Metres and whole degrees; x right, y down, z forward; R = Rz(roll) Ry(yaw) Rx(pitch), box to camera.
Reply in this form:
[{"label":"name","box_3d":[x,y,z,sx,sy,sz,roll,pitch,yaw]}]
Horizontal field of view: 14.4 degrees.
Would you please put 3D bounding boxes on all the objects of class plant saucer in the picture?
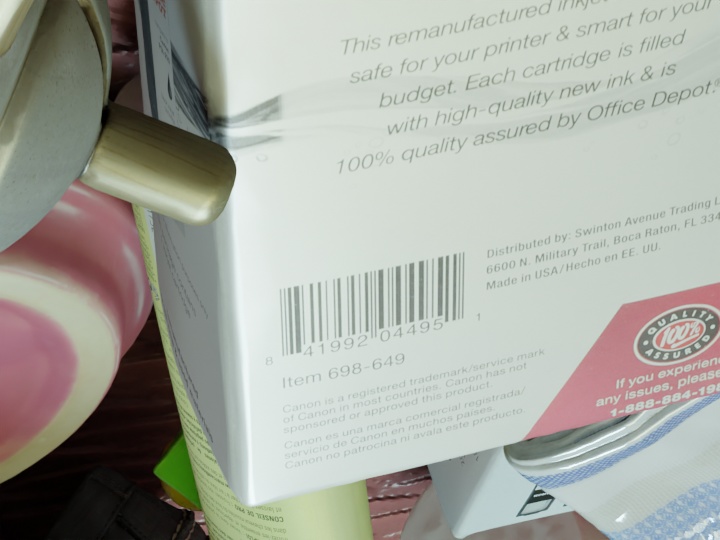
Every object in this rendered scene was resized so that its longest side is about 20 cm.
[{"label":"plant saucer","box_3d":[-0.143,0.019,0.766,0.200,0.051,0.201,-15,152,-8]}]

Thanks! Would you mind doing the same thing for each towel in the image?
[{"label":"towel","box_3d":[0.150,0.061,0.827,0.147,0.024,0.200,-30,137,23]}]

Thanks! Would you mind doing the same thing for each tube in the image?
[{"label":"tube","box_3d":[-0.025,0.038,0.773,0.052,0.058,0.201,-4,119,8]}]

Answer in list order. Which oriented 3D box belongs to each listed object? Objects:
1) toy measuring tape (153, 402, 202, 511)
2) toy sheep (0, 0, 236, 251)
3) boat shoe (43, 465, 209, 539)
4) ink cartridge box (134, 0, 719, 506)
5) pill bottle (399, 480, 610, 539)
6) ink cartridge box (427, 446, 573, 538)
[{"label":"toy measuring tape","box_3d":[0.000,0.000,0.812,0.073,0.074,0.200,5,137,-39]},{"label":"toy sheep","box_3d":[-0.115,-0.055,0.553,0.199,0.138,0.138,26,139,-9]},{"label":"boat shoe","box_3d":[-0.124,0.125,0.987,0.062,0.073,0.200,44,132,-13]},{"label":"ink cartridge box","box_3d":[0.025,-0.058,0.634,0.145,0.085,0.201,-13,134,-13]},{"label":"pill bottle","box_3d":[0.111,0.121,1.053,0.109,0.110,0.200,-37,148,32]},{"label":"ink cartridge box","box_3d":[0.117,0.010,0.880,0.199,0.084,0.176,-10,152,-18]}]
